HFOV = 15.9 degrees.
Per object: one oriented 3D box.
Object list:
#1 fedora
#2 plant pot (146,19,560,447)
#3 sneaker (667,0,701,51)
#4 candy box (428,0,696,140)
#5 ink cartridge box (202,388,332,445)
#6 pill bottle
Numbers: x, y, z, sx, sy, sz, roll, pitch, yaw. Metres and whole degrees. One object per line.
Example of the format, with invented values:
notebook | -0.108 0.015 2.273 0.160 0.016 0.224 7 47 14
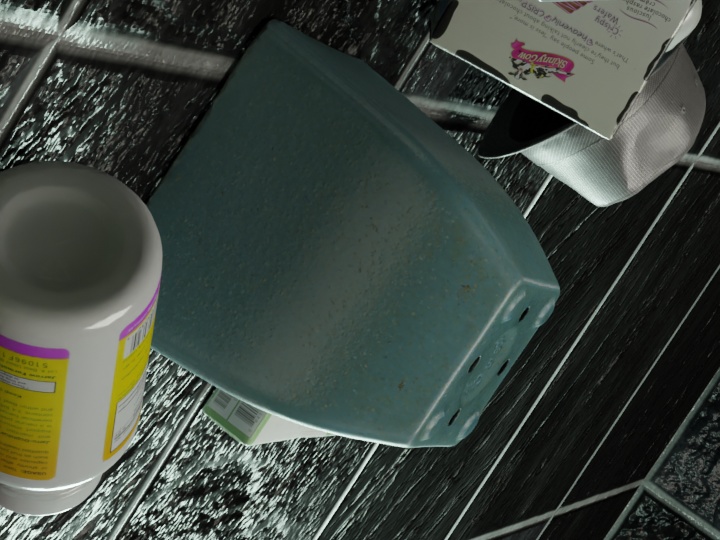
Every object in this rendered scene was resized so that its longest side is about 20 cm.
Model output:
fedora | 0.182 -0.112 1.856 0.177 0.090 0.200 -26 -159 34
plant pot | 0.000 0.000 1.500 0.196 0.200 0.196 -57 165 6
sneaker | 0.179 -0.176 1.747 0.082 0.074 0.200 -19 -173 -30
candy box | 0.148 -0.202 1.612 0.200 0.136 0.061 -59 -171 17
ink cartridge box | -0.022 0.051 1.822 0.146 0.048 0.200 -57 165 10
pill bottle | -0.159 0.042 1.301 0.104 0.104 0.200 -44 161 -33
